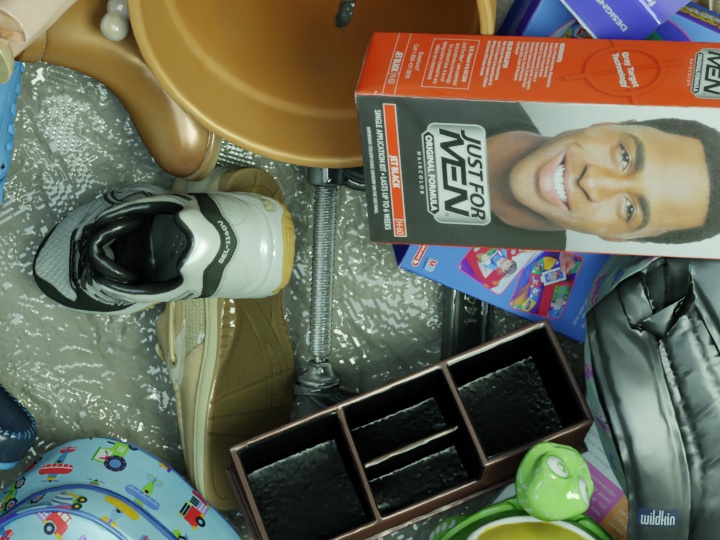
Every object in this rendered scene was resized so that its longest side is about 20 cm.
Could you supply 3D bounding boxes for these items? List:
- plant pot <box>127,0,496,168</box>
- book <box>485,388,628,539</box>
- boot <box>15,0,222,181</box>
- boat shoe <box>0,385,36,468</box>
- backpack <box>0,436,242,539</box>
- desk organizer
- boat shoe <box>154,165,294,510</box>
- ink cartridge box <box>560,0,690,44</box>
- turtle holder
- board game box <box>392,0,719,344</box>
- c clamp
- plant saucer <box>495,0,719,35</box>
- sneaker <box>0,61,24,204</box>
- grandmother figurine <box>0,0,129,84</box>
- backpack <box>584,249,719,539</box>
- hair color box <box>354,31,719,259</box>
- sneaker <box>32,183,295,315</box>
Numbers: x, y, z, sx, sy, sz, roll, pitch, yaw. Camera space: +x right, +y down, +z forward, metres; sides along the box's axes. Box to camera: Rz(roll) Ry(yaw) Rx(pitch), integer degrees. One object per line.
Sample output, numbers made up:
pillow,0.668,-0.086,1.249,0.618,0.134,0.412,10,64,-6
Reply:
plant pot,-0.017,-0.178,1.453,0.199,0.140,0.201,6,132,7
book,0.141,0.162,1.555,0.134,0.048,0.200,41,97,2
boot,-0.169,-0.131,1.488,0.074,0.154,0.201,-27,83,46
boat shoe,-0.268,0.036,1.541,0.200,0.084,0.069,37,105,-2
backpack,-0.165,0.207,1.520,0.183,0.135,0.200,44,111,-1
desk organizer,0.028,0.101,1.495,0.199,0.077,0.072,-22,77,-7
boat shoe,-0.084,0.039,1.552,0.064,0.071,0.201,6,93,42
ink cartridge box,0.130,-0.235,1.442,0.198,0.200,0.043,47,135,-3
turtle holder,0.100,0.195,1.458,0.141,0.132,0.186,38,103,-4
board game box,0.121,-0.069,1.492,0.134,0.045,0.201,23,110,-15
c clamp,0.000,0.000,1.538,0.170,0.027,0.201,-6,98,-18
plant saucer,0.132,-0.156,1.523,0.199,0.037,0.202,0,96,3
sneaker,-0.225,-0.087,1.530,0.078,0.066,0.201,32,77,-11
grandmother figurine,-0.151,-0.181,1.436,0.060,0.200,0.122,10,135,36
backpack,0.194,0.075,1.452,0.166,0.127,0.201,-24,98,4
hair color box,0.102,-0.066,1.389,0.199,0.061,0.102,2,129,11
sneaker,-0.131,-0.016,1.492,0.199,0.087,0.076,-9,83,44
